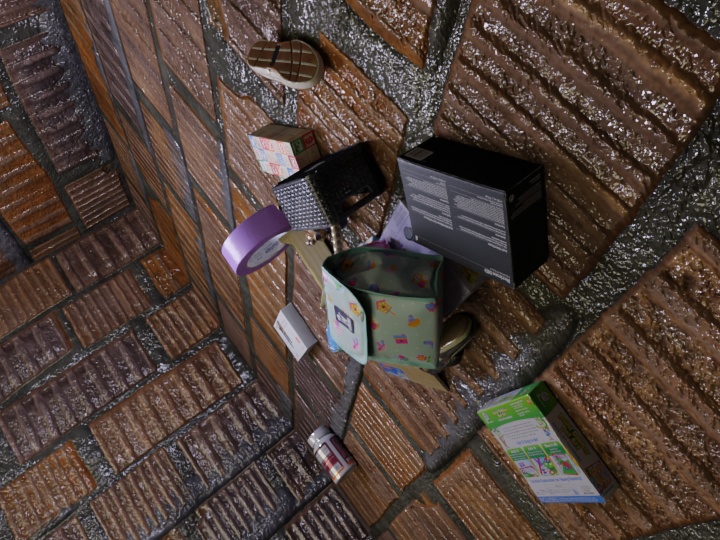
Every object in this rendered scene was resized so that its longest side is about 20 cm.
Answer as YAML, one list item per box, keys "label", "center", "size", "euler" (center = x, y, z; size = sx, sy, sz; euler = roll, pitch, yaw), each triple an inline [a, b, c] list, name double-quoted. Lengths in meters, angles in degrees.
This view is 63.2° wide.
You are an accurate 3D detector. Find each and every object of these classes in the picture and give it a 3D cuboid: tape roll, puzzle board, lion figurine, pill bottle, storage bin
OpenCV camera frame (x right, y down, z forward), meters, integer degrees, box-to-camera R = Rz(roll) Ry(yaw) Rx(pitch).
- label: "tape roll"
  center: [-0.242, -0.076, 1.437]
  size: [0.066, 0.198, 0.201]
  euler: [50, 156, 9]
- label: "puzzle board"
  center: [0.087, 0.197, 1.275]
  size: [0.197, 0.018, 0.151]
  euler: [7, 145, 51]
- label: "lion figurine"
  center: [-0.130, -0.126, 1.260]
  size: [0.201, 0.072, 0.122]
  euler: [49, 174, -34]
- label: "pill bottle"
  center: [-0.113, 0.715, 2.285]
  size: [0.201, 0.113, 0.115]
  euler: [48, 156, 22]
- label: "storage bin"
  center: [-0.063, -0.149, 1.064]
  size: [0.198, 0.134, 0.096]
  euler: [4, 125, 62]

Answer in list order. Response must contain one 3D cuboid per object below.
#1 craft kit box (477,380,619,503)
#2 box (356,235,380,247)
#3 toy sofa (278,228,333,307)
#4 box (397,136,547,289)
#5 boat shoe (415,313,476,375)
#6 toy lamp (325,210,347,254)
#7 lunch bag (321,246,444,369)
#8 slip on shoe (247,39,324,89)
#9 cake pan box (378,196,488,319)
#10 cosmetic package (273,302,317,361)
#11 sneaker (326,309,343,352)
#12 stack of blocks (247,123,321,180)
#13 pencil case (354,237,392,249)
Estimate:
- label: "craft kit box"
  center: [0.309, 0.299, 1.000]
  size: [0.199, 0.048, 0.200]
  euler: [52, 156, 8]
- label: "box"
  center: [0.000, 0.000, 1.182]
  size: [0.048, 0.085, 0.199]
  euler: [21, 163, -15]
- label: "toy sofa"
  center: [-0.102, -0.021, 1.399]
  size: [0.203, 0.096, 0.083]
  euler: [55, -178, 4]
- label: "box"
  center: [0.149, -0.084, 0.793]
  size: [0.198, 0.078, 0.145]
  euler: [30, 142, 47]
- label: "boat shoe"
  center: [0.162, 0.141, 1.077]
  size: [0.064, 0.074, 0.200]
  euler: [31, 149, -7]
- label: "toy lamp"
  center: [-0.045, -0.057, 1.149]
  size: [0.059, 0.056, 0.204]
  euler: [86, 174, -50]
- label: "lunch bag"
  center: [0.033, 0.060, 0.934]
  size: [0.193, 0.124, 0.174]
  euler: [5, 135, 11]
- label: "slip on shoe"
  center: [-0.123, -0.356, 1.029]
  size: [0.197, 0.078, 0.060]
  euler: [24, -178, 40]
- label: "cake pan box"
  center: [0.111, -0.011, 0.999]
  size: [0.186, 0.052, 0.201]
  euler: [55, 157, 13]
- label: "cosmetic package"
  center: [-0.218, 0.207, 1.939]
  size: [0.152, 0.051, 0.200]
  euler: [52, 157, 7]
- label: "sneaker"
  center: [-0.017, 0.144, 1.261]
  size: [0.200, 0.074, 0.108]
  euler: [45, 130, 53]
- label: "stack of blocks"
  center: [-0.154, -0.237, 1.235]
  size: [0.198, 0.058, 0.118]
  euler: [26, 142, 51]
- label: "pencil case"
  center: [0.043, 0.044, 1.047]
  size: [0.087, 0.086, 0.204]
  euler: [24, 140, 52]
